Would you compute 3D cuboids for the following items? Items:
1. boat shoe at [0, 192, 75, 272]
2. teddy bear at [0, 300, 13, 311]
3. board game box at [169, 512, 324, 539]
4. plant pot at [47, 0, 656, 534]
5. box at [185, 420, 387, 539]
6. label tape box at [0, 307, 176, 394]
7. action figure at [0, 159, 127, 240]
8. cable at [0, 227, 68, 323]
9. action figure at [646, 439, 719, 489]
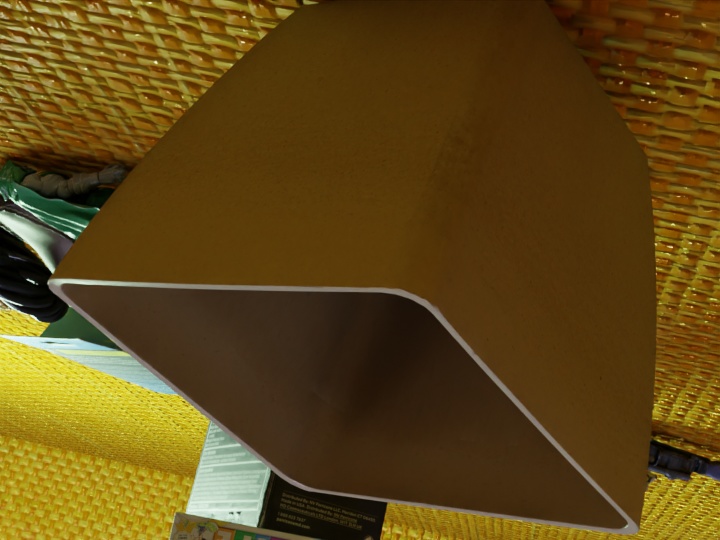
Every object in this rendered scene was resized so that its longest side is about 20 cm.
[{"bbox_3d":[-0.205,-0.008,1.156,0.075,0.075,0.202,-2,159,46],"label":"boat shoe"},{"bbox_3d":[-0.404,-0.001,1.379,0.200,0.067,0.145,18,163,-17],"label":"teddy bear"},{"bbox_3d":[-0.069,0.247,1.285,0.134,0.034,0.200,8,164,15],"label":"board game box"},{"bbox_3d":[0.022,-0.015,0.675,0.199,0.177,0.200,1,149,39],"label":"plant pot"},{"bbox_3d":[-0.055,0.153,1.379,0.123,0.199,0.200,18,165,-23],"label":"box"},{"bbox_3d":[-0.227,0.067,1.479,0.144,0.063,0.200,-1,160,45],"label":"label tape box"},{"bbox_3d":[-0.168,-0.039,1.047,0.200,0.055,0.118,16,168,18],"label":"action figure"},{"bbox_3d":[-0.296,-0.022,1.150,0.200,0.051,0.163,36,175,-30],"label":"cable"},{"bbox_3d":[0.260,0.211,1.521,0.200,0.105,0.193,16,175,-2],"label":"action figure"}]
